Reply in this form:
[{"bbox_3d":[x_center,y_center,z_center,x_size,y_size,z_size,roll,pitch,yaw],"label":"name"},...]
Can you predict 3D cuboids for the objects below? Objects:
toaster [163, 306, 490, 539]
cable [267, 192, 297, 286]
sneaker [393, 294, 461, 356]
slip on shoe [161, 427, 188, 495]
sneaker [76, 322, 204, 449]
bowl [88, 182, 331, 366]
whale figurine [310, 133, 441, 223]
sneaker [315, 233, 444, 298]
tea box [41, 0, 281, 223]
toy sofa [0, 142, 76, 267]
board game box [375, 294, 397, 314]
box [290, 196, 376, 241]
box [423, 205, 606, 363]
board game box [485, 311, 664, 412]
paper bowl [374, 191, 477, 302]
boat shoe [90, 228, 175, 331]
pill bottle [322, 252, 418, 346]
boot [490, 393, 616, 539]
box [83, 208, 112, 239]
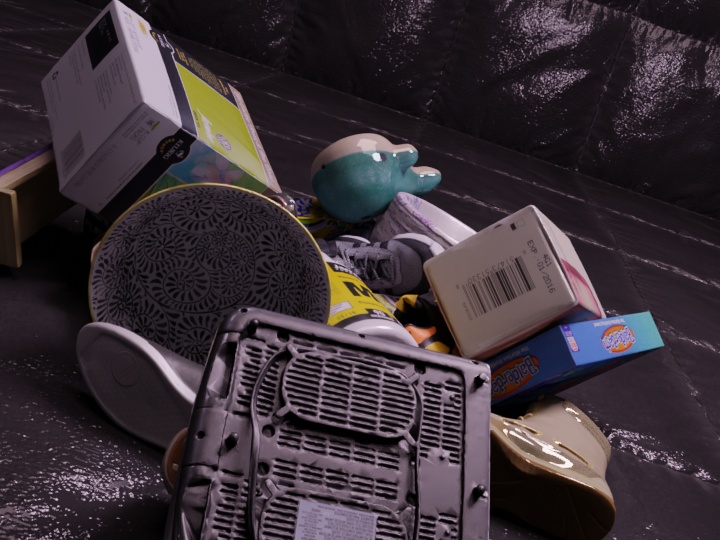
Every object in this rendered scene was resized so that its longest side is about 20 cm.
[{"bbox_3d":[-0.028,0.133,0.518,0.198,0.119,0.182,14,54,-12],"label":"toaster"},{"bbox_3d":[-0.120,-0.013,0.874,0.199,0.098,0.050,-19,-12,39],"label":"cable"},{"bbox_3d":[0.073,0.054,0.942,0.090,0.070,0.200,57,16,-13],"label":"sneaker"},{"bbox_3d":[-0.045,0.170,0.607,0.198,0.077,0.061,25,-25,-4],"label":"slip on shoe"},{"bbox_3d":[-0.134,0.099,0.722,0.199,0.071,0.099,30,18,14],"label":"sneaker"},{"bbox_3d":[-0.127,0.007,0.769,0.199,0.203,0.094,14,21,-12],"label":"bowl"},{"bbox_3d":[0.026,-0.114,1.225,0.199,0.159,0.105,8,62,-42],"label":"whale figurine"},{"bbox_3d":[0.000,0.000,1.003,0.113,0.076,0.199,-10,10,-41],"label":"sneaker"},{"bbox_3d":[-0.213,-0.141,0.943,0.196,0.133,0.201,32,24,-43],"label":"tea box"},{"bbox_3d":[-0.359,-0.087,0.947,0.096,0.084,0.200,13,28,9],"label":"toy sofa"},{"bbox_3d":[-0.010,0.036,1.089,0.119,0.033,0.200,9,20,-16],"label":"board game box"},{"bbox_3d":[-0.076,-0.060,1.237,0.199,0.065,0.070,-1,30,-47],"label":"box"},{"bbox_3d":[0.168,0.025,0.926,0.200,0.127,0.110,18,46,-65],"label":"box"},{"bbox_3d":[0.207,0.098,0.930,0.199,0.152,0.045,-4,67,-48],"label":"board game box"},{"bbox_3d":[0.107,-0.008,1.167,0.199,0.105,0.201,30,13,-7],"label":"paper bowl"},{"bbox_3d":[-0.229,-0.003,0.873,0.075,0.072,0.200,-32,36,-13],"label":"boat shoe"},{"bbox_3d":[-0.029,0.059,0.857,0.113,0.115,0.200,8,21,-28],"label":"pill bottle"},{"bbox_3d":[0.139,0.154,0.812,0.198,0.073,0.155,23,19,10],"label":"boot"},{"bbox_3d":[-0.210,-0.038,1.073,0.199,0.046,0.159,-1,26,-44],"label":"box"}]
